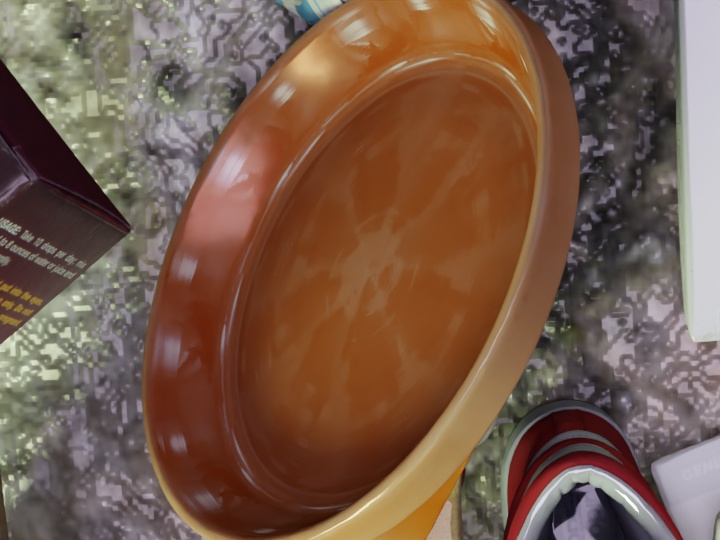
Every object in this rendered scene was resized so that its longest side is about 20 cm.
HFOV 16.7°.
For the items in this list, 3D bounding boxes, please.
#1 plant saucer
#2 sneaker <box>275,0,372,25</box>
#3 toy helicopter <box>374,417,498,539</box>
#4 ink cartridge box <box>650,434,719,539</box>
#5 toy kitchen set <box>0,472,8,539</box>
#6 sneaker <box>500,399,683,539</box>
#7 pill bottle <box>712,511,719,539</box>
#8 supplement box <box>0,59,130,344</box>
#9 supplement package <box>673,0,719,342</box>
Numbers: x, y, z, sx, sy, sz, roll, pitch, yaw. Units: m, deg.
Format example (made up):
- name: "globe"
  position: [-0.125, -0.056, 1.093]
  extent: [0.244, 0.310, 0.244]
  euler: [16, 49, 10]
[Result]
- name: "plant saucer"
  position: [0.000, 0.000, 0.805]
  extent: [0.032, 0.200, 0.201]
  euler: [26, 95, -35]
- name: "sneaker"
  position: [-0.021, -0.153, 0.824]
  extent: [0.072, 0.200, 0.072]
  euler: [5, 53, 18]
- name: "toy helicopter"
  position: [0.026, 0.072, 0.837]
  extent: [0.078, 0.132, 0.201]
  euler: [-1, 82, -11]
- name: "ink cartridge box"
  position: [0.214, 0.135, 0.903]
  extent: [0.159, 0.047, 0.201]
  euler: [-22, 88, 4]
- name: "toy kitchen set"
  position: [-0.072, 0.163, 0.810]
  extent: [0.199, 0.181, 0.164]
  euler: [6, 51, 1]
- name: "sneaker"
  position: [0.088, 0.152, 0.869]
  extent: [0.071, 0.112, 0.201]
  euler: [-12, 94, 2]
- name: "pill bottle"
  position: [0.170, 0.183, 0.825]
  extent: [0.113, 0.114, 0.201]
  euler: [3, 91, 2]
- name: "supplement box"
  position: [-0.185, 0.005, 0.740]
  extent: [0.200, 0.086, 0.110]
  euler: [-40, 73, 4]
- name: "supplement package"
  position: [0.186, -0.083, 0.846]
  extent: [0.155, 0.111, 0.201]
  euler: [-2, 95, 7]
